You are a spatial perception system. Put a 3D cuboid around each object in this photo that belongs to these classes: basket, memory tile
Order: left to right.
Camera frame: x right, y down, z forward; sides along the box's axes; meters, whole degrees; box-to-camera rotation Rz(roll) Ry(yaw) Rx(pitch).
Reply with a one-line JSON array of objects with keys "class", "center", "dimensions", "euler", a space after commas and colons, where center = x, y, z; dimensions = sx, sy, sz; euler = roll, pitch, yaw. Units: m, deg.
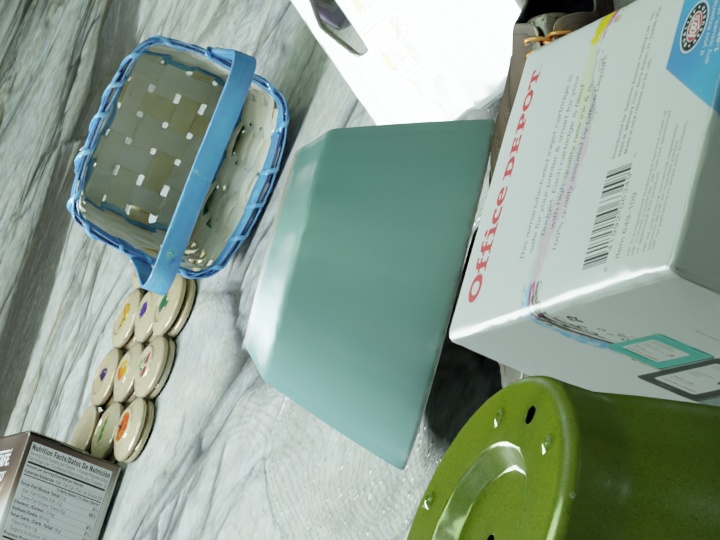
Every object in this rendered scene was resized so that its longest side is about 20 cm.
[{"class": "memory tile", "center": [-0.168, 0.055, 2.181], "dimensions": [0.153, 0.017, 0.200], "euler": [-15, 55, 66]}, {"class": "basket", "center": [-0.126, -0.083, 2.032], "dimensions": [0.200, 0.139, 0.177], "euler": [-126, 60, -77]}]

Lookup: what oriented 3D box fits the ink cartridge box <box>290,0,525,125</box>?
[{"class": "ink cartridge box", "center": [0.026, -0.184, 1.680], "dimensions": [0.045, 0.200, 0.176], "euler": [-35, 0, -35]}]

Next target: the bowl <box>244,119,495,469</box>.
[{"class": "bowl", "center": [0.000, 0.000, 1.573], "dimensions": [0.201, 0.105, 0.201], "euler": [-164, 90, -89]}]

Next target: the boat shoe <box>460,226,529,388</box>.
[{"class": "boat shoe", "center": [0.104, 0.039, 1.429], "dimensions": [0.201, 0.063, 0.073], "euler": [-119, 39, -62]}]

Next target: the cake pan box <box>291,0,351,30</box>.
[{"class": "cake pan box", "center": [0.039, -0.251, 1.791], "dimensions": [0.184, 0.052, 0.200], "euler": [-61, -10, 20]}]

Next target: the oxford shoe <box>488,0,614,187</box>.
[{"class": "oxford shoe", "center": [0.098, -0.092, 1.500], "dimensions": [0.071, 0.073, 0.200], "euler": [-7, 41, 15]}]

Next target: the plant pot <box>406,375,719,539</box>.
[{"class": "plant pot", "center": [0.122, 0.132, 1.064], "dimensions": [0.200, 0.193, 0.200], "euler": [-53, 24, 36]}]

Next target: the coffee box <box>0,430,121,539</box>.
[{"class": "coffee box", "center": [-0.260, 0.228, 2.135], "dimensions": [0.113, 0.080, 0.200], "euler": [-19, 51, 66]}]

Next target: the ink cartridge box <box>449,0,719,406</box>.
[{"class": "ink cartridge box", "center": [0.157, -0.025, 1.213], "dimensions": [0.200, 0.146, 0.147], "euler": [-20, 51, 64]}]
